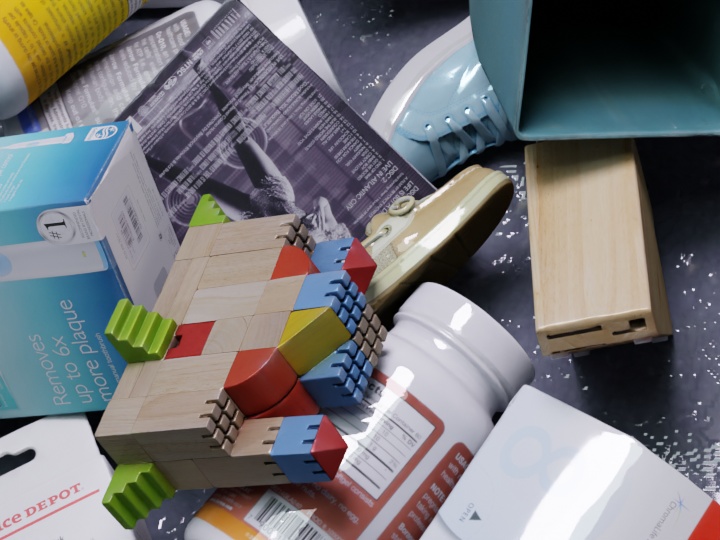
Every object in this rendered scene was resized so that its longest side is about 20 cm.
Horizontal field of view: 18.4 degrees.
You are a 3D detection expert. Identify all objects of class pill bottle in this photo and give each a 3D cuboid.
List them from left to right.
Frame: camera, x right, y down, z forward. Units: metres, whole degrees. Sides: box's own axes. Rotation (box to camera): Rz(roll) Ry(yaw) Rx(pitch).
[{"bbox_3d":[-0.214,-0.163,1.348,0.113,0.113,0.200,34,67,32],"label":"pill bottle"},{"bbox_3d":[-0.115,-0.100,1.403,0.199,0.114,0.114,-25,55,3],"label":"pill bottle"},{"bbox_3d":[0.004,0.108,1.239,0.112,0.112,0.200,32,73,31],"label":"pill bottle"}]

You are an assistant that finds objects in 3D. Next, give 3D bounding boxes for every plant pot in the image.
[{"bbox_3d":[0.135,-0.178,1.276,0.141,0.142,0.200,-2,25,-13],"label":"plant pot"}]

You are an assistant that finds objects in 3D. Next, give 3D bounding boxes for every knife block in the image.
[{"bbox_3d":[0.128,-0.042,1.256,0.064,0.200,0.176,-12,86,11],"label":"knife block"}]

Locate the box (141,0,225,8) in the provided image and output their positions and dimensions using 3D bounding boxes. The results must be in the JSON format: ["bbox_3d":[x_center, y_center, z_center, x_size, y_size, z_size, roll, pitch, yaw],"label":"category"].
[{"bbox_3d":[-0.147,-0.284,1.470,0.199,0.199,0.131,0,57,17],"label":"box"}]

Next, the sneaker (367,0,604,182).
[{"bbox_3d":[0.081,-0.106,1.366,0.200,0.074,0.082,-47,53,-12],"label":"sneaker"}]

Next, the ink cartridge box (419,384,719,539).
[{"bbox_3d":[0.126,0.170,1.157,0.200,0.047,0.160,25,70,31],"label":"ink cartridge box"}]

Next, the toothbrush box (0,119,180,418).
[{"bbox_3d":[-0.210,0.005,1.297,0.199,0.147,0.085,-4,34,20],"label":"toothbrush box"}]

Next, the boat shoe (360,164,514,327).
[{"bbox_3d":[0.000,0.001,1.290,0.201,0.073,0.063,-42,74,10],"label":"boat shoe"}]

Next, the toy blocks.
[{"bbox_3d":[-0.051,0.041,1.199,0.136,0.100,0.200,-7,45,32],"label":"toy blocks"}]

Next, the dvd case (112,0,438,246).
[{"bbox_3d":[-0.055,-0.043,1.335,0.200,0.016,0.149,44,90,3],"label":"dvd case"}]

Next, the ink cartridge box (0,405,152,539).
[{"bbox_3d":[-0.169,0.189,1.271,0.115,0.068,0.200,-26,56,0],"label":"ink cartridge box"}]

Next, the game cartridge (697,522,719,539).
[{"bbox_3d":[0.135,0.181,1.197,0.200,0.041,0.133,29,69,31],"label":"game cartridge"}]
